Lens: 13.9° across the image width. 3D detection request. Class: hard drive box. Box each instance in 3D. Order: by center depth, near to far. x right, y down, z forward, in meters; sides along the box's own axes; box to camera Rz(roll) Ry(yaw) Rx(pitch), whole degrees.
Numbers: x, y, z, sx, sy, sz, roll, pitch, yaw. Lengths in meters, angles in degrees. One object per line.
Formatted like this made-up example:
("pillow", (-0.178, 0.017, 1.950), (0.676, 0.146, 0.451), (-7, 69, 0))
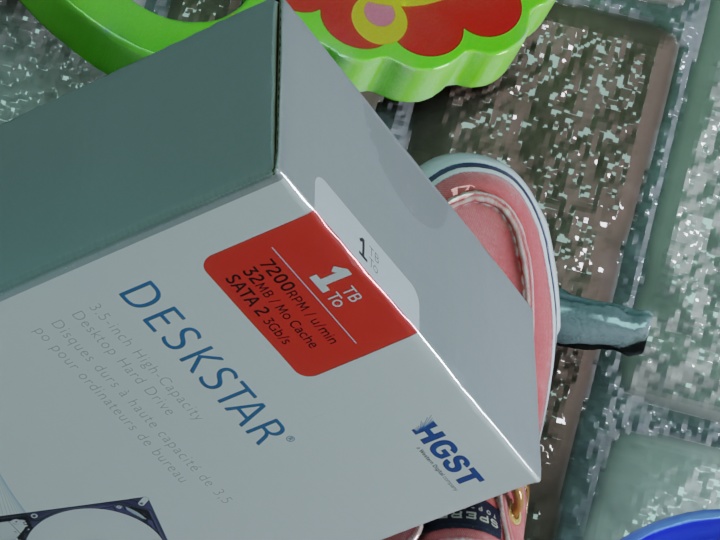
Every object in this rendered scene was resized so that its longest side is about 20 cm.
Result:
("hard drive box", (-0.068, 0.026, 0.909), (0.200, 0.156, 0.077), (-24, 41, 22))

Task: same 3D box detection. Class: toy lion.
("toy lion", (-0.025, -0.132, 1.095), (0.192, 0.069, 0.200), (44, 62, 7))

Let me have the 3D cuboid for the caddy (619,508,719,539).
("caddy", (0.151, 0.159, 0.981), (0.199, 0.105, 0.142), (12, 71, 2))

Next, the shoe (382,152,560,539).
("shoe", (0.033, 0.064, 0.979), (0.071, 0.091, 0.201), (7, 97, -10))

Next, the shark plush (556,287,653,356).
("shark plush", (0.000, 0.000, 1.046), (0.200, 0.083, 0.091), (31, 72, 9))
